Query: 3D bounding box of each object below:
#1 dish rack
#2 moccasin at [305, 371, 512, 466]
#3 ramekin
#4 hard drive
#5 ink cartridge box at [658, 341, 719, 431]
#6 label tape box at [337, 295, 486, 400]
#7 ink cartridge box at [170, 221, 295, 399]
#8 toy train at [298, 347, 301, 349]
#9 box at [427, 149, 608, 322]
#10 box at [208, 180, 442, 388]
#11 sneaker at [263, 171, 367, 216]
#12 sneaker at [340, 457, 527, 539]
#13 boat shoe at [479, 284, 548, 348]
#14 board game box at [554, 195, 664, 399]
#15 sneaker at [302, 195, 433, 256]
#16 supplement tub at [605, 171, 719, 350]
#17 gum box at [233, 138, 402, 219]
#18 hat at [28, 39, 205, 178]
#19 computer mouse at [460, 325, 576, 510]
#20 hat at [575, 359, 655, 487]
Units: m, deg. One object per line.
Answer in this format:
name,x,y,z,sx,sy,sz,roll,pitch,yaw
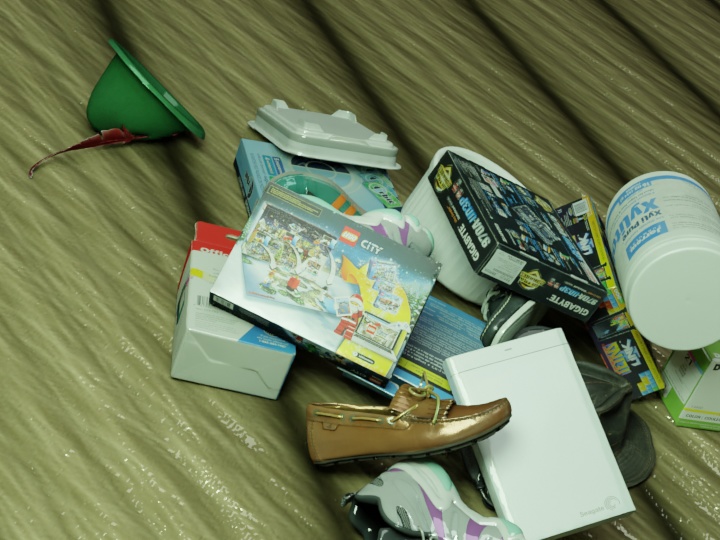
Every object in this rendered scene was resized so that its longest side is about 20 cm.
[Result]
dish rack,-0.046,-0.183,1.724,0.171,0.044,0.200,7,16,-24
moccasin,0.045,0.139,1.249,0.200,0.078,0.074,-8,-2,20
ramekin,0.144,-0.049,1.603,0.200,0.098,0.201,30,29,-19
hard drive,0.176,0.165,1.299,0.131,0.027,0.201,-14,68,-15
ink cartridge box,0.457,0.091,1.521,0.147,0.201,0.076,9,34,-18
label tape box,0.061,0.105,1.400,0.143,0.066,0.200,26,34,7
ink cartridge box,-0.134,0.038,1.382,0.116,0.067,0.200,14,33,-13
toy train,-0.060,0.025,1.480,0.046,0.034,0.200,26,30,-16
box,0.171,-0.042,1.451,0.159,0.046,0.200,23,26,-28
box,-0.034,0.013,1.316,0.199,0.038,0.137,26,68,2
sneaker,-0.026,-0.046,1.519,0.200,0.071,0.080,29,23,-35
sneaker,0.063,0.258,1.174,0.140,0.078,0.200,-17,39,-42
boat shoe,0.164,0.042,1.435,0.060,0.076,0.200,34,21,13
board game box,0.295,0.031,1.562,0.057,0.166,0.200,-22,31,14
sneaker,0.000,0.000,1.413,0.199,0.078,0.140,7,46,-25
supplement tub,0.350,-0.016,1.458,0.131,0.132,0.200,17,27,-6
gum box,-0.049,-0.091,1.643,0.199,0.045,0.170,8,34,-22
hat,-0.320,-0.176,1.638,0.166,0.176,0.200,47,3,38
computer mouse,0.163,0.158,1.341,0.140,0.046,0.201,-4,66,-11
hat,0.245,0.147,1.428,0.200,0.081,0.201,15,32,-10
